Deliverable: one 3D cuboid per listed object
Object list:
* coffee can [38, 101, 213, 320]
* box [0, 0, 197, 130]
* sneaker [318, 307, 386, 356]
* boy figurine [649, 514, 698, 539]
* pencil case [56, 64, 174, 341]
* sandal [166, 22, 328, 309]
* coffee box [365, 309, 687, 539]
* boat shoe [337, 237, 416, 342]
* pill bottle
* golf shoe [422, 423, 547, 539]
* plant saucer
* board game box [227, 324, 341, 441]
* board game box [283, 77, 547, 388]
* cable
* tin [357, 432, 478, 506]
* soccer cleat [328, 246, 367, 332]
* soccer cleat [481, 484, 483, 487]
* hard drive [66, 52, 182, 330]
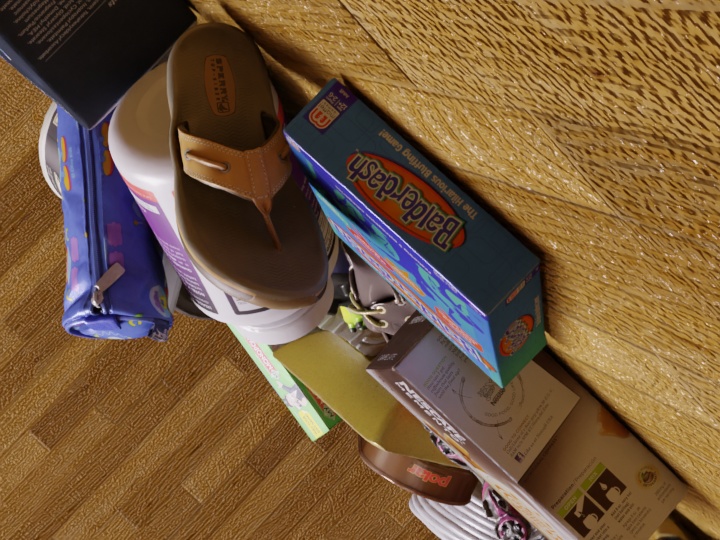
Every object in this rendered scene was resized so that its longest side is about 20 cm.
[{"bbox_3d":[-0.151,-0.071,1.357,0.200,0.146,0.146,39,173,44],"label":"coffee can"},{"bbox_3d":[-0.224,-0.210,1.067,0.148,0.107,0.200,38,172,43],"label":"box"},{"bbox_3d":[-0.031,0.005,1.452,0.081,0.076,0.200,46,176,36],"label":"sneaker"},{"bbox_3d":[0.218,0.210,1.240,0.124,0.064,0.200,43,173,-29],"label":"boy figurine"},{"bbox_3d":[-0.171,-0.049,1.155,0.087,0.078,0.201,35,-129,-81],"label":"pencil case"},{"bbox_3d":[-0.068,-0.068,0.953,0.054,0.080,0.201,111,150,-57],"label":"sandal"},{"bbox_3d":[0.108,0.105,1.128,0.200,0.080,0.114,43,170,-5],"label":"coffee box"},{"bbox_3d":[0.027,0.022,1.225,0.072,0.060,0.200,40,173,34],"label":"boat shoe"},{"bbox_3d":[-0.082,-0.041,1.116,0.112,0.112,0.200,39,161,40],"label":"pill bottle"},{"bbox_3d":[0.111,0.131,1.349,0.200,0.073,0.092,60,-147,3],"label":"golf shoe"},{"bbox_3d":[0.049,0.115,1.531,0.199,0.049,0.200,17,-167,-37],"label":"plant saucer"},{"bbox_3d":[-0.061,0.051,1.620,0.200,0.029,0.134,54,-141,2],"label":"board game box"},{"bbox_3d":[0.037,-0.015,0.967,0.152,0.045,0.200,43,175,16],"label":"board game box"},{"bbox_3d":[0.148,0.244,1.621,0.199,0.069,0.200,22,-172,-22],"label":"cable"},{"bbox_3d":[0.055,0.160,1.552,0.112,0.042,0.200,27,-170,-7],"label":"tin"},{"bbox_3d":[0.001,0.000,1.330,0.200,0.064,0.084,34,-133,-70],"label":"soccer cleat"},{"bbox_3d":[0.112,0.129,1.423,0.085,0.069,0.200,-22,103,48],"label":"soccer cleat"},{"bbox_3d":[-0.156,-0.074,1.226,0.026,0.201,0.132,-1,-153,-39],"label":"hard drive"}]
